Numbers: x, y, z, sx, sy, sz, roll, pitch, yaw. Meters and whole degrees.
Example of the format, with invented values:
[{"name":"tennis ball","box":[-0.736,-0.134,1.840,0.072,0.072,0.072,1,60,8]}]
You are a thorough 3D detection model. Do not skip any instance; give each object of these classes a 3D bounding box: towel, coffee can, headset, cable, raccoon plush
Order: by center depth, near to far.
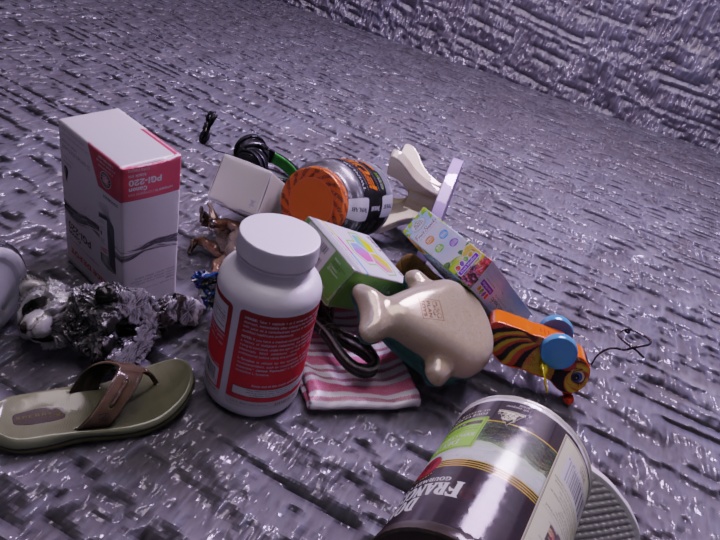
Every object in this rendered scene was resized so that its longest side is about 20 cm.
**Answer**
[{"name":"coffee can","box":[0.109,0.223,0.561,0.145,0.148,0.199,27,31,19]},{"name":"raccoon plush","box":[-0.294,0.057,0.741,0.132,0.099,0.200,12,-4,21]},{"name":"cable","box":[-0.047,0.054,0.804,0.096,0.051,0.200,1,32,-33]},{"name":"towel","box":[-0.020,0.099,0.819,0.144,0.030,0.201,2,33,-22]},{"name":"headset","box":[-0.199,-0.217,1.189,0.197,0.095,0.124,20,28,-17]}]

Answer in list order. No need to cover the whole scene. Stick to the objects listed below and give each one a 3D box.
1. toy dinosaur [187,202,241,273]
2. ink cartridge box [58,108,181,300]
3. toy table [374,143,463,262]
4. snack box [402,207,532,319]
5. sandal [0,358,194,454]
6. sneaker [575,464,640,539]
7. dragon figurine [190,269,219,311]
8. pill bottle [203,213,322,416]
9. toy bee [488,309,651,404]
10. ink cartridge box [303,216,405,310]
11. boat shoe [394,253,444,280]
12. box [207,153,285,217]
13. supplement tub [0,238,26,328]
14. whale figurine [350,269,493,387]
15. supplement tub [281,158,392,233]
[{"name":"toy dinosaur","box":[-0.165,-0.035,0.926,0.134,0.087,0.200,5,19,-33]},{"name":"ink cartridge box","box":[-0.298,-0.073,0.798,0.145,0.203,0.084,34,40,30]},{"name":"toy table","box":[0.095,-0.125,1.114,0.115,0.185,0.202,21,52,7]},{"name":"snack box","box":[0.158,0.006,0.931,0.142,0.053,0.200,42,0,37]},{"name":"sandal","box":[-0.256,0.125,0.634,0.198,0.058,0.080,-10,39,-37]},{"name":"sneaker","box":[0.209,0.215,0.694,0.200,0.076,0.105,40,10,10]},{"name":"dragon figurine","box":[-0.134,0.009,0.781,0.099,0.059,0.198,-43,26,-29]},{"name":"pill bottle","box":[-0.103,0.047,0.693,0.110,0.203,0.113,12,30,-7]},{"name":"toy bee","box":[0.257,0.123,0.842,0.197,0.111,0.130,19,27,27]},{"name":"ink cartridge box","box":[0.000,0.000,0.859,0.104,0.060,0.199,50,18,29]},{"name":"boat shoe","box":[0.125,0.058,0.920,0.069,0.071,0.201,24,27,-55]},{"name":"box","box":[-0.153,-0.109,0.968,0.081,0.069,0.200,21,-1,6]},{"name":"supplement tub","box":[-0.474,-0.011,0.689,0.197,0.124,0.123,24,31,14]},{"name":"whale figurine","box":[0.068,0.076,0.799,0.197,0.104,0.161,10,51,-30]},{"name":"supplement tub","box":[-0.034,-0.105,0.968,0.121,0.124,0.200,24,15,14]}]
